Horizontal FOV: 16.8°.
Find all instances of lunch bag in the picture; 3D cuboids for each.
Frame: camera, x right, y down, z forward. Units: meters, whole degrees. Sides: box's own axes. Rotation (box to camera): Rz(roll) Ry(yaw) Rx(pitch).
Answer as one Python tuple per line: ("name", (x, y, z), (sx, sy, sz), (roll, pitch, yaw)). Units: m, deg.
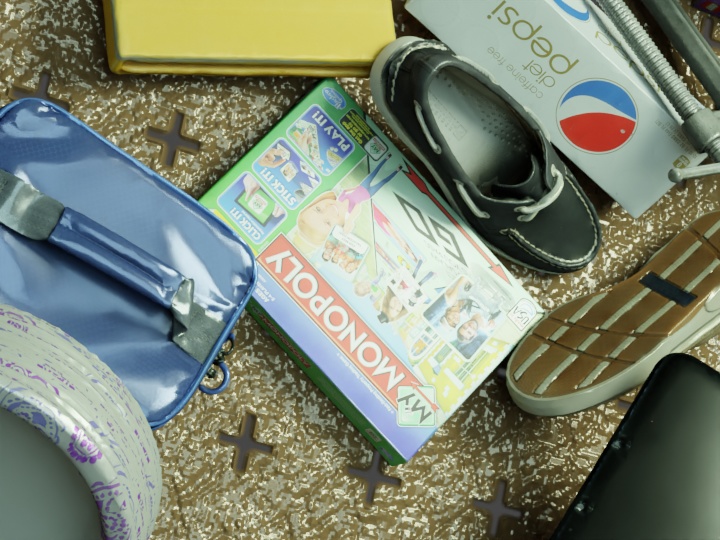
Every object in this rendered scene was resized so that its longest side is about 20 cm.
("lunch bag", (-0.157, 0.008, 1.359), (0.200, 0.132, 0.136), (33, 72, -12))

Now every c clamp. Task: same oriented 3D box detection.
("c clamp", (0.188, -0.134, 1.503), (0.171, 0.027, 0.200), (2, 51, -54))

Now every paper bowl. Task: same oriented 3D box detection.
("paper bowl", (-0.202, 0.101, 1.276), (0.201, 0.201, 0.104), (37, 34, -11))

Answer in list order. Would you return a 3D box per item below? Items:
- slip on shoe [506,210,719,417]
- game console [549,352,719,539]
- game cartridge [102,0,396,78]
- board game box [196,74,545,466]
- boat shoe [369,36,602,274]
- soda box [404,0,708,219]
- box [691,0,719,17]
("slip on shoe", (0.174, 0.038, 1.516), (0.200, 0.061, 0.076), (-38, 52, -26))
("game console", (0.204, 0.183, 1.436), (0.200, 0.116, 0.176), (-55, 142, -23))
("game cartridge", (-0.074, -0.213, 1.469), (0.176, 0.032, 0.200), (0, 71, -21))
("board game box", (0.000, 0.000, 1.476), (0.200, 0.029, 0.135), (47, 68, -8))
("boat shoe", (0.087, -0.064, 1.475), (0.074, 0.060, 0.200), (-47, 119, -10))
("soda box", (0.125, -0.128, 1.511), (0.200, 0.068, 0.064), (42, 26, -9))
("box", (0.281, -0.246, 1.528), (0.039, 0.200, 0.137), (22, 74, -13))
